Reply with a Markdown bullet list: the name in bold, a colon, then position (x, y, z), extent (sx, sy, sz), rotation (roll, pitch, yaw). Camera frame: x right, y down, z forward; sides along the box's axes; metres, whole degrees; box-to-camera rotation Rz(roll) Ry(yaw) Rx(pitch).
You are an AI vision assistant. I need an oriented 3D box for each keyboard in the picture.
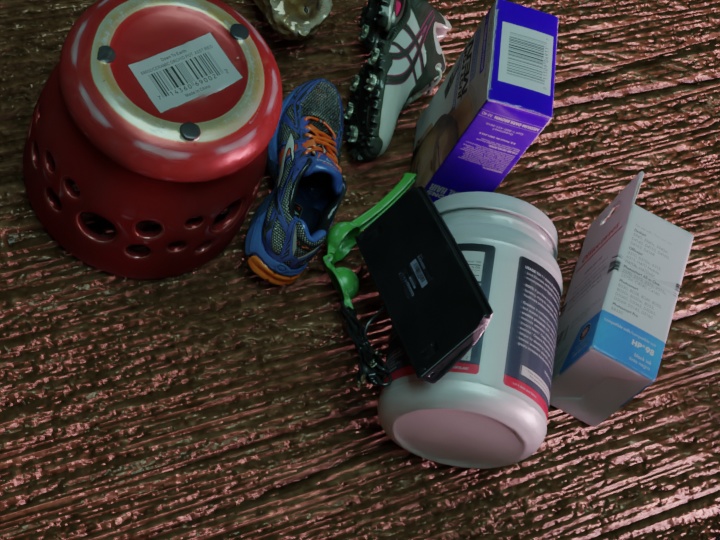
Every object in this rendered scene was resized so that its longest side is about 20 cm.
- **keyboard**: position (0.034, 0.022, 1.142), extent (0.021, 0.127, 0.200), rotation (40, 16, -34)

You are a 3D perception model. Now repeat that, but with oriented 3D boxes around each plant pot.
- **plant pot**: position (-0.167, -0.121, 1.153), extent (0.199, 0.183, 0.202), rotation (9, 59, -15)

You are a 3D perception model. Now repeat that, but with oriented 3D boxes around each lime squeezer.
- **lime squeezer**: position (0.000, 0.000, 1.233), extent (0.070, 0.038, 0.201), rotation (14, 61, -9)

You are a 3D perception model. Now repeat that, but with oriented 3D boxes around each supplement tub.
- **supplement tub**: position (0.095, 0.051, 1.183), extent (0.139, 0.140, 0.201), rotation (18, 59, -11)

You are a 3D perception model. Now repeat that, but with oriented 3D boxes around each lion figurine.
- **lion figurine**: position (-0.098, -0.303, 1.346), extent (0.199, 0.073, 0.123), rotation (34, 64, 16)

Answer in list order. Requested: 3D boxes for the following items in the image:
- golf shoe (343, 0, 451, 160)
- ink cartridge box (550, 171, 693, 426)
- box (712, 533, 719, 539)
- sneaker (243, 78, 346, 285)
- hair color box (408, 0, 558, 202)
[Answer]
- **golf shoe**: position (0.039, -0.184, 1.325), extent (0.088, 0.077, 0.201), rotation (21, 59, -17)
- **ink cartridge box**: position (0.232, 0.024, 1.263), extent (0.066, 0.116, 0.201), rotation (26, 58, -5)
- **box**: position (0.387, 0.280, 1.165), extent (0.200, 0.118, 0.197), rotation (-37, 80, -19)
- **sneaker**: position (-0.041, -0.084, 1.231), extent (0.075, 0.078, 0.201), rotation (24, 59, -29)
- **hair color box**: position (0.105, -0.133, 1.246), extent (0.064, 0.200, 0.110), rotation (14, 60, -11)
